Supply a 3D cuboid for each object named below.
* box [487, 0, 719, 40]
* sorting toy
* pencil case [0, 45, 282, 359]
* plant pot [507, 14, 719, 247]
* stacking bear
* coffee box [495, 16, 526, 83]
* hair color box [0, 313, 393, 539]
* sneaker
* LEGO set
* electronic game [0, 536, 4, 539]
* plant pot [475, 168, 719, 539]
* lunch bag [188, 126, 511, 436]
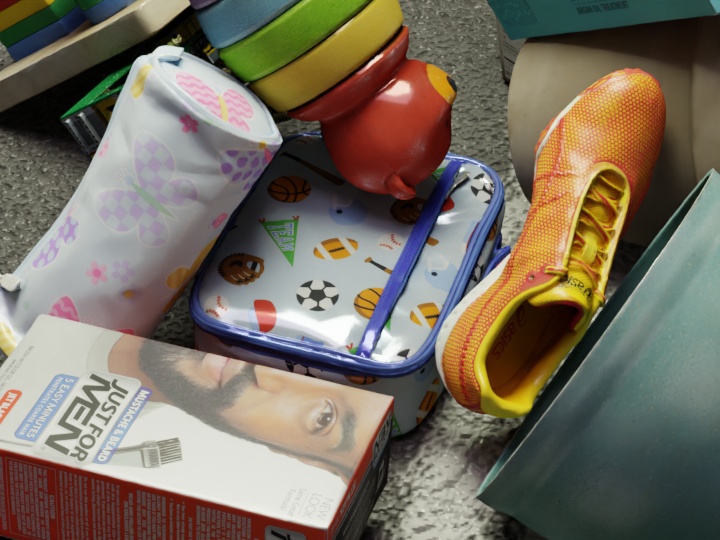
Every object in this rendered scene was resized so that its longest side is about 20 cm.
[{"bbox_3d":[0.151,-0.176,1.140,0.082,0.049,0.200,-41,19,-20],"label":"box"},{"bbox_3d":[-0.148,-0.207,1.350,0.198,0.070,0.200,-17,23,48],"label":"sorting toy"},{"bbox_3d":[-0.127,-0.024,1.131,0.091,0.200,0.083,39,19,7],"label":"pencil case"},{"bbox_3d":[0.186,-0.089,1.196,0.173,0.201,0.200,1,38,31],"label":"plant pot"},{"bbox_3d":[-0.019,-0.133,1.145,0.113,0.200,0.122,-33,13,14],"label":"stacking bear"},{"bbox_3d":[0.145,-0.214,1.310,0.114,0.201,0.080,-26,38,-21],"label":"coffee box"},{"bbox_3d":[-0.094,0.095,1.037,0.199,0.064,0.111,13,36,12],"label":"hair color box"},{"bbox_3d":[0.114,-0.010,1.080,0.073,0.201,0.077,25,0,-27],"label":"sneaker"},{"bbox_3d":[-0.075,-0.099,1.256,0.153,0.116,0.200,-22,20,39],"label":"LEGO set"},{"bbox_3d":[-0.135,0.155,1.040,0.198,0.042,0.201,-3,41,2],"label":"electronic game"},{"bbox_3d":[0.167,0.071,1.014,0.134,0.201,0.200,37,51,4],"label":"plant pot"},{"bbox_3d":[0.000,0.000,1.182,0.159,0.076,0.200,12,45,16],"label":"lunch bag"}]
